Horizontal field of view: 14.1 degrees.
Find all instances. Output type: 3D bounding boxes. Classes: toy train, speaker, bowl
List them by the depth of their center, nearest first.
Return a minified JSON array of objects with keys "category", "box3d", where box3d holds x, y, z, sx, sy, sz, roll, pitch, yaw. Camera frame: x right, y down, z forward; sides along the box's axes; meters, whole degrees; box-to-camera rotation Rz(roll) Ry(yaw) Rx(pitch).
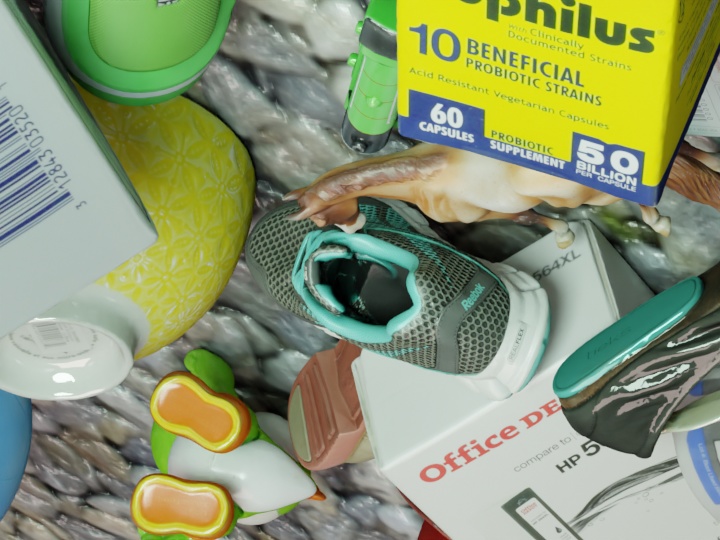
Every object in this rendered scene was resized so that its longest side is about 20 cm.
[{"category":"speaker","box3d":[-0.091,-0.150,1.236,0.088,0.089,0.200,19,153,3]},{"category":"toy train","box3d":[0.019,-0.112,1.261,0.041,0.057,0.200,19,152,2]},{"category":"bowl","box3d":[-0.151,-0.001,1.460,0.199,0.108,0.201,-1,147,-1]}]

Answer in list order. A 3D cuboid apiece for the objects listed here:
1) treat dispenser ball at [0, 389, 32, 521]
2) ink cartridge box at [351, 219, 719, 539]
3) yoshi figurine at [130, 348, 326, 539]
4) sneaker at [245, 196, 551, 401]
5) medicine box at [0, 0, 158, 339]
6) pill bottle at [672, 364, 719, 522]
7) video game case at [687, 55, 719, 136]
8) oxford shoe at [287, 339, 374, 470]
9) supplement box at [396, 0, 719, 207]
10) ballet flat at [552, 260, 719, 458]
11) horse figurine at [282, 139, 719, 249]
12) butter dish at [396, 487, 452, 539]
[{"category":"treat dispenser ball","box3d":[-0.289,0.087,1.674,0.200,0.202,0.201,16,153,8]},{"category":"ink cartridge box","box3d":[0.111,0.089,1.470,0.146,0.085,0.200,-32,131,17]},{"category":"yoshi figurine","box3d":[-0.091,0.105,1.661,0.112,0.112,0.200,-31,170,7]},{"category":"sneaker","box3d":[0.000,0.000,1.403,0.091,0.078,0.199,17,180,-42]},{"category":"medicine box","box3d":[-0.197,-0.099,1.272,0.200,0.103,0.182,56,178,39]},{"category":"pill bottle","box3d":[0.251,0.059,1.350,0.199,0.114,0.114,-11,140,46]},{"category":"video game case","box3d":[0.181,-0.116,1.180,0.181,0.023,0.200,5,148,28]},{"category":"oxford shoe","box3d":[0.030,0.046,1.554,0.073,0.071,0.200,-2,158,-29]},{"category":"supplement box","box3d":[0.081,-0.137,1.077,0.108,0.110,0.201,16,143,14]},{"category":"ballet flat","box3d":[0.175,0.017,1.318,0.068,0.068,0.200,42,121,-13]},{"category":"horse figurine","box3d":[0.080,-0.041,1.321,0.199,0.050,0.132,-6,163,42]},{"category":"butter dish","box3d":[0.095,0.221,1.668,0.199,0.149,0.199,25,-177,-10]}]
